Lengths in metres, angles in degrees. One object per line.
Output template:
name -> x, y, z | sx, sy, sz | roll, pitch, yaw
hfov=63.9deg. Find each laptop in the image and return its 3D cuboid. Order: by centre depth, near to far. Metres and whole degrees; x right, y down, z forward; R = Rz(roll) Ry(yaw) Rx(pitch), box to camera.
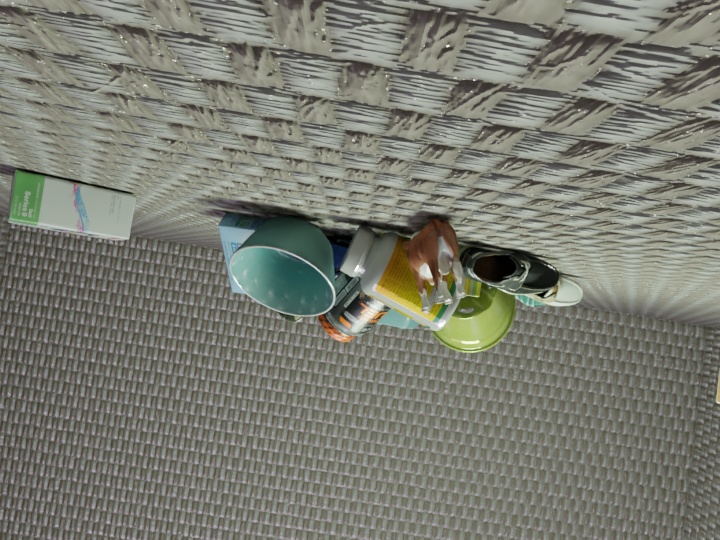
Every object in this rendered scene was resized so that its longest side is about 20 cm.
laptop -> -0.002, -0.005, 1.297 | 0.194, 0.120, 0.186 | 8, 178, 25

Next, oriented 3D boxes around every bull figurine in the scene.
bull figurine -> 0.104, -0.011, 0.833 | 0.063, 0.125, 0.200 | -14, 172, -1

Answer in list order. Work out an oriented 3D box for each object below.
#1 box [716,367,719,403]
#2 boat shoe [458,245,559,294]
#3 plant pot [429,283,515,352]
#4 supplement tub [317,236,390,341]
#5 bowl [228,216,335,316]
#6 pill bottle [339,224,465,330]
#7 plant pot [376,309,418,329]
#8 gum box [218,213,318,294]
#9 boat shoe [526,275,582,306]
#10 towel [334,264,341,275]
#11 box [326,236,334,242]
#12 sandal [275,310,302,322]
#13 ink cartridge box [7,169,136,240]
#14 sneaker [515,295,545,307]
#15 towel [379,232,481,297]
box -> 0.706, 0.139, 0.963 | 0.103, 0.207, 0.151 | 8, 178, -28
boat shoe -> 0.265, 0.004, 1.010 | 0.194, 0.074, 0.067 | 11, -179, -15
plant pot -> 0.210, 0.047, 1.146 | 0.194, 0.207, 0.184 | 8, 166, 16
supplement tub -> 0.007, 0.043, 1.144 | 0.120, 0.125, 0.200 | 10, 133, -44
bowl -> -0.125, -0.018, 1.029 | 0.194, 0.107, 0.203 | 11, 145, 8
pill bottle -> 0.068, 0.007, 0.970 | 0.196, 0.115, 0.113 | 27, 176, -4
plant pot -> 0.126, 0.080, 1.866 | 0.190, 0.207, 0.195 | 7, 178, 24
gum box -> -0.175, -0.020, 1.159 | 0.193, 0.174, 0.045 | 8, -140, 11
boat shoe -> 0.419, 0.040, 1.300 | 0.193, 0.077, 0.068 | 10, -177, -10
towel -> 0.000, 0.000, 1.251 | 0.195, 0.025, 0.144 | -23, 166, 13
box -> -0.163, -0.063, 1.381 | 0.192, 0.051, 0.200 | 11, 177, -9
sandal -> -0.183, 0.023, 1.264 | 0.202, 0.079, 0.057 | 50, 177, 11
ink cartridge box -> -0.527, -0.113, 1.054 | 0.195, 0.091, 0.144 | 8, 178, -34
sneaker -> 0.447, 0.043, 1.568 | 0.086, 0.077, 0.197 | -7, -162, -39
towel -> 0.125, -0.010, 1.042 | 0.193, 0.089, 0.018 | 9, 175, 0
